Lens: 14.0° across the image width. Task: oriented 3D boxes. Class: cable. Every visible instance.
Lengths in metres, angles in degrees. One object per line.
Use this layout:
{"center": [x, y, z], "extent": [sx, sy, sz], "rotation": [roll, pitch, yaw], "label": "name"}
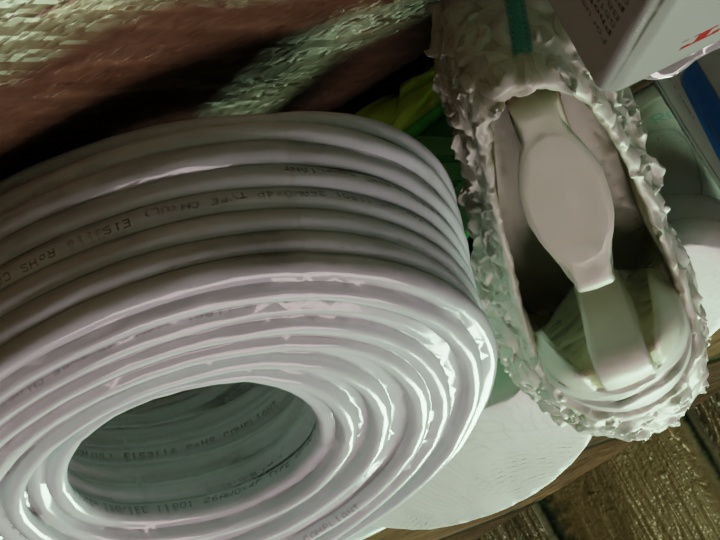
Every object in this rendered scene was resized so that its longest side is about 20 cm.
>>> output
{"center": [-0.058, 0.033, 0.855], "extent": [0.200, 0.069, 0.200], "rotation": [2, 144, -32], "label": "cable"}

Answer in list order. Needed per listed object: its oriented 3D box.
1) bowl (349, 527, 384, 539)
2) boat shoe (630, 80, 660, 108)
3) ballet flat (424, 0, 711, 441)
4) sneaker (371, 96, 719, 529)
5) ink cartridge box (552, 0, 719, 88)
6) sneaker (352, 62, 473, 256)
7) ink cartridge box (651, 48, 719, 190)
{"center": [0.008, 0.061, 1.301], "extent": [0.201, 0.090, 0.201], "rotation": [-29, 170, -6], "label": "bowl"}
{"center": [0.140, -0.058, 1.129], "extent": [0.075, 0.068, 0.200], "rotation": [-24, 169, -28], "label": "boat shoe"}
{"center": [0.065, -0.004, 0.891], "extent": [0.072, 0.072, 0.200], "rotation": [-29, 130, -6], "label": "ballet flat"}
{"center": [0.054, 0.016, 1.025], "extent": [0.075, 0.089, 0.200], "rotation": [26, 129, -37], "label": "sneaker"}
{"center": [0.107, -0.127, 0.568], "extent": [0.146, 0.084, 0.200], "rotation": [-27, 171, -13], "label": "ink cartridge box"}
{"center": [0.000, 0.000, 0.952], "extent": [0.200, 0.084, 0.074], "rotation": [-35, 168, 10], "label": "sneaker"}
{"center": [0.134, -0.060, 0.861], "extent": [0.084, 0.146, 0.200], "rotation": [-32, 170, 4], "label": "ink cartridge box"}
